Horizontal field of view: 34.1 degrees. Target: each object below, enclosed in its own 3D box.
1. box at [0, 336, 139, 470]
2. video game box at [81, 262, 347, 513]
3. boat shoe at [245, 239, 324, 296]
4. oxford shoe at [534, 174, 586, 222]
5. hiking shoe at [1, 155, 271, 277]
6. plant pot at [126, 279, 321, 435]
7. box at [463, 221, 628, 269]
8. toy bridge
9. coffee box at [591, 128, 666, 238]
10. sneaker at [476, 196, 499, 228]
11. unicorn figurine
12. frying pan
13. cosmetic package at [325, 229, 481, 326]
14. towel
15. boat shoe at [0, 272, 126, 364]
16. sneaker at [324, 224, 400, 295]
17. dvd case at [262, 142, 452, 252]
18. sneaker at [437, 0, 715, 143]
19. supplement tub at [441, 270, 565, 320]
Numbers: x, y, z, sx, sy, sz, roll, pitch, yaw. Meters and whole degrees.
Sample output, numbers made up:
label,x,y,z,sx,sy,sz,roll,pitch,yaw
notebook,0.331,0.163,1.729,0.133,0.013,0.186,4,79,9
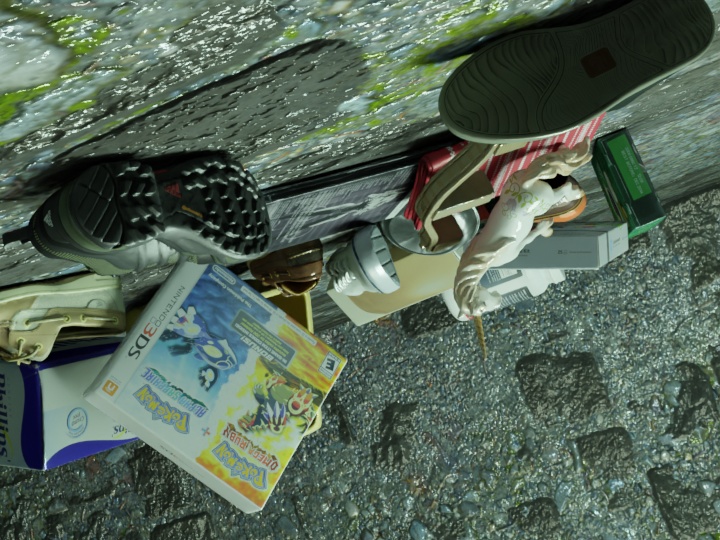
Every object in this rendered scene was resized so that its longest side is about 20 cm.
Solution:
label,x,y,z,sx,sy,sz,roll,pitch,yaw
box,-0.336,0.126,1.205,0.199,0.105,0.184,2,-174,28
video game box,-0.137,0.104,1.144,0.183,0.200,0.047,-59,-165,-26
boat shoe,-0.083,-0.002,1.318,0.072,0.068,0.200,-18,175,-15
oxford shoe,0.193,-0.089,1.555,0.199,0.071,0.073,-18,147,17
hiking shoe,-0.146,-0.036,0.811,0.100,0.076,0.200,-13,170,33
plant pot,-0.192,0.113,1.463,0.195,0.195,0.200,-16,-163,-39
box,0.223,-0.031,1.386,0.155,0.041,0.200,0,-174,22
toy bridge,0.084,-0.067,1.047,0.067,0.027,0.200,-20,160,-24
coffee box,0.341,-0.107,1.508,0.044,0.123,0.200,-23,173,7
sneaker,0.116,-0.077,1.371,0.199,0.071,0.093,-17,-168,-41
unicorn figurine,0.147,-0.037,1.124,0.137,0.074,0.201,-29,139,-45
frying pan,0.096,-0.063,1.227,0.190,0.031,0.115,-21,133,38
cosmetic package,0.061,-0.014,1.485,0.200,0.071,0.105,-25,-152,36
towel,0.138,-0.108,1.116,0.199,0.023,0.145,-23,162,-12
boat shoe,-0.299,0.050,1.070,0.200,0.067,0.074,-15,173,-39
sneaker,0.000,0.000,1.249,0.071,0.073,0.200,-21,173,2
dvd case,-0.023,-0.063,1.111,0.199,0.016,0.149,-16,166,-25
sneaker,0.144,-0.126,0.826,0.199,0.075,0.106,-20,173,-9
supplement tub,0.234,-0.008,2.002,0.199,0.141,0.140,-20,175,14
